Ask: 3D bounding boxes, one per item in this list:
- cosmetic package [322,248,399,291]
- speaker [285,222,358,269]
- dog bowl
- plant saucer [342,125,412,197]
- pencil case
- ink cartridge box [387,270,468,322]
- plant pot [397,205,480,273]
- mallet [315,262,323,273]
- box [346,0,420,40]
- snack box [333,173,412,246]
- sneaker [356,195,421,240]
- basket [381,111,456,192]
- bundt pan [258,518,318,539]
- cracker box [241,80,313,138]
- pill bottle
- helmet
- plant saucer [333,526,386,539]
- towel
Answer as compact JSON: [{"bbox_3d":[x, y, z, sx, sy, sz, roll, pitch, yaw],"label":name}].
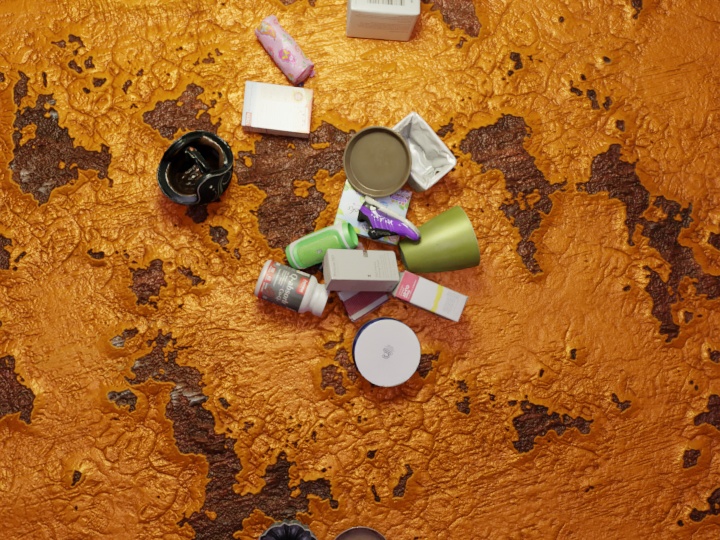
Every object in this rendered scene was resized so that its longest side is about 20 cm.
[{"bbox_3d":[0.000,0.000,1.453,0.200,0.074,0.102,1,60,-19],"label":"cosmetic package"},{"bbox_3d":[-0.111,-0.070,1.486,0.200,0.088,0.089,-20,91,16],"label":"speaker"},{"bbox_3d":[0.075,0.240,1.528,0.200,0.079,0.200,0,88,-5],"label":"dog bowl"},{"bbox_3d":[0.049,-0.308,1.465,0.200,0.029,0.200,4,105,14],"label":"plant saucer"},{"bbox_3d":[-0.222,-0.647,1.521,0.087,0.087,0.200,-41,93,-5],"label":"pencil case"},{"bbox_3d":[0.194,0.075,1.510,0.200,0.145,0.084,22,86,-4],"label":"ink cartridge box"},{"bbox_3d":[0.217,-0.067,1.500,0.200,0.187,0.187,-20,91,-2],"label":"plant pot"},{"bbox_3d":[-0.054,0.035,1.544,0.066,0.041,0.200,-40,96,-6],"label":"mallet"},{"bbox_3d":[0.063,-0.807,1.505,0.199,0.171,0.200,1,88,-6],"label":"box"},{"bbox_3d":[0.034,-0.179,1.540,0.200,0.068,0.169,17,88,-3],"label":"snack box"},{"bbox_3d":[0.074,-0.122,1.463,0.200,0.070,0.100,34,97,19],"label":"sneaker"},{"bbox_3d":[0.165,-0.341,1.528,0.136,0.123,0.200,-41,92,-5],"label":"basket"},{"bbox_3d":[-0.211,0.812,1.488,0.202,0.076,0.202,0,89,-5],"label":"bundt pan"},{"bbox_3d":[-0.243,-0.474,1.525,0.200,0.058,0.134,6,87,-6],"label":"cracker box"},{"bbox_3d":[-0.194,0.055,1.488,0.200,0.116,0.116,20,87,-5],"label":"pill bottle"},{"bbox_3d":[-0.457,-0.274,1.434,0.200,0.191,0.200,18,54,-28],"label":"helmet"},{"bbox_3d":[-0.005,0.854,1.529,0.200,0.034,0.201,0,90,-6],"label":"plant saucer"},{"bbox_3d":[-0.012,0.034,1.530,0.144,0.023,0.200,-30,98,-24],"label":"towel"}]
